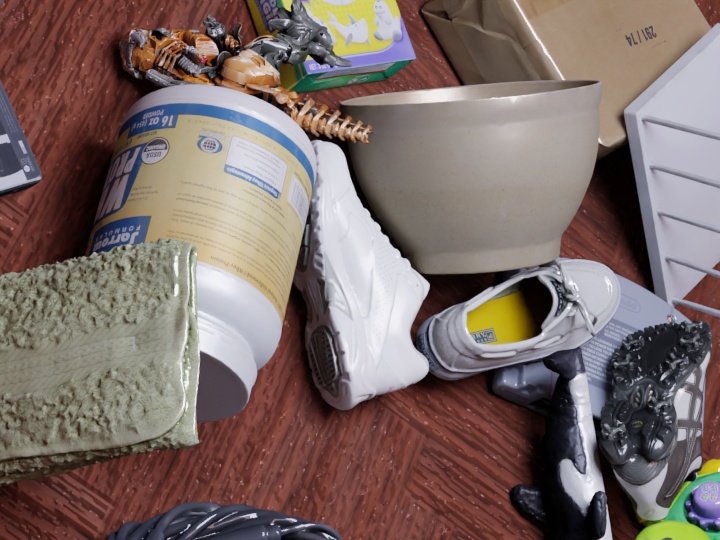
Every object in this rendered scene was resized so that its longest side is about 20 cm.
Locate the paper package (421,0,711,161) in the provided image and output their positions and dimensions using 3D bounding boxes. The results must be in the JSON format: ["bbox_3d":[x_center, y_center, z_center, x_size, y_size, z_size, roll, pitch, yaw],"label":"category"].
[{"bbox_3d":[0.182,-0.192,1.929,0.200,0.103,0.191,-31,89,-40],"label":"paper package"}]

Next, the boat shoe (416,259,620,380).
[{"bbox_3d":[0.140,0.026,1.771,0.201,0.086,0.075,-14,78,-38],"label":"boat shoe"}]

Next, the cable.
[{"bbox_3d":[-0.089,0.212,1.550,0.199,0.051,0.163,-15,36,-41],"label":"cable"}]

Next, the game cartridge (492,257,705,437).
[{"bbox_3d":[0.194,0.066,1.871,0.199,0.040,0.134,23,62,-27],"label":"game cartridge"}]

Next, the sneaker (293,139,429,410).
[{"bbox_3d":[0.000,0.000,1.727,0.099,0.078,0.201,-8,85,-28],"label":"sneaker"}]

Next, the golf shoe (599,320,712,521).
[{"bbox_3d":[0.234,0.115,1.818,0.200,0.077,0.095,-56,136,-50],"label":"golf shoe"}]

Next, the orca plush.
[{"bbox_3d":[0.149,0.163,1.771,0.071,0.105,0.201,-8,104,2],"label":"orca plush"}]

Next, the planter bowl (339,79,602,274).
[{"bbox_3d":[0.089,-0.070,1.767,0.200,0.200,0.135,-12,100,-39],"label":"planter bowl"}]

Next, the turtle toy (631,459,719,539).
[{"bbox_3d":[0.280,0.221,1.822,0.199,0.101,0.146,-11,77,-38],"label":"turtle toy"}]

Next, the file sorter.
[{"bbox_3d":[0.315,-0.070,1.891,0.139,0.124,0.201,-41,133,-32],"label":"file sorter"}]

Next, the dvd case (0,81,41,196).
[{"bbox_3d":[-0.328,-0.103,1.570,0.199,0.025,0.151,-20,83,-39],"label":"dvd case"}]

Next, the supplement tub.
[{"bbox_3d":[-0.116,-0.011,1.606,0.144,0.145,0.201,27,57,-24],"label":"supplement tub"}]

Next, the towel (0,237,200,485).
[{"bbox_3d":[-0.192,0.060,1.501,0.036,0.199,0.149,37,45,-58],"label":"towel"}]

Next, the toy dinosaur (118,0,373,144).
[{"bbox_3d":[-0.080,-0.129,1.690,0.200,0.102,0.136,45,31,18],"label":"toy dinosaur"}]

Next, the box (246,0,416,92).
[{"bbox_3d":[-0.041,-0.244,1.826,0.117,0.048,0.201,-13,77,-39],"label":"box"}]

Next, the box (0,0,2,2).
[{"bbox_3d":[-0.294,-0.278,1.585,0.200,0.156,0.041,31,53,-21],"label":"box"}]
